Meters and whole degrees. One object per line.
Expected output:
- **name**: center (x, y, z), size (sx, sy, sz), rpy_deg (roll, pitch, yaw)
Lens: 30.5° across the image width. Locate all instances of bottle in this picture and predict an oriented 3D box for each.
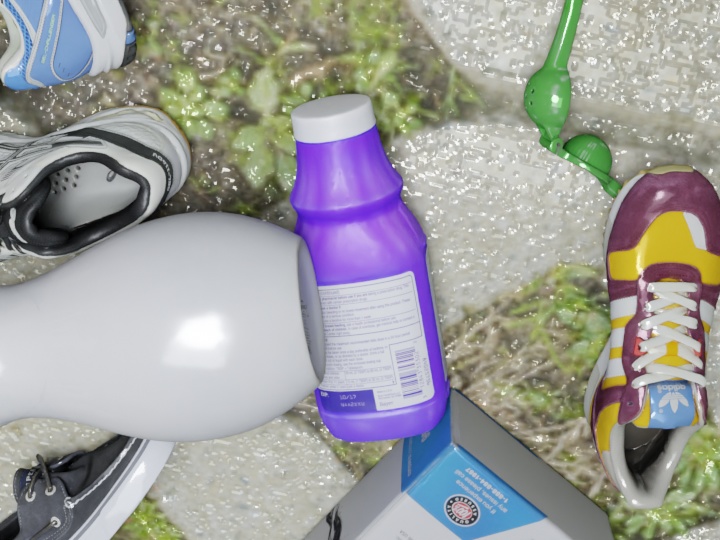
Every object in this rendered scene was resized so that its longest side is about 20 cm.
- **bottle**: center (0.000, 0.000, 0.772), size (0.083, 0.065, 0.202), rpy_deg (-7, 111, 10)

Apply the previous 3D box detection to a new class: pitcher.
- **pitcher**: center (-0.120, 0.035, 0.740), size (0.198, 0.172, 0.123), rpy_deg (-8, 90, 6)

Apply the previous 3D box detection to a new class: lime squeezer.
- **lime squeezer**: center (0.133, -0.085, 0.754), size (0.070, 0.038, 0.201), rpy_deg (-32, 110, -19)

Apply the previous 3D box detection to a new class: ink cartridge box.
- **ink cartridge box**: center (0.045, 0.200, 0.839), size (0.144, 0.084, 0.200), rpy_deg (39, 108, -12)

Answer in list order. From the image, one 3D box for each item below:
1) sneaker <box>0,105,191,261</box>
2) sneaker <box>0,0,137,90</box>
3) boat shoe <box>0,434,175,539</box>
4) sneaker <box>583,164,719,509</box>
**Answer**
- **sneaker**: center (-0.197, -0.040, 0.754), size (0.198, 0.088, 0.076), rpy_deg (-19, 112, 12)
- **sneaker**: center (-0.189, -0.189, 0.690), size (0.077, 0.076, 0.202), rpy_deg (-27, 108, -13)
- **boat shoe**: center (-0.199, 0.153, 0.847), size (0.066, 0.070, 0.200), rpy_deg (40, 116, -14)
- **sneaker**: center (0.175, 0.041, 0.754), size (0.074, 0.090, 0.202), rpy_deg (-2, 121, -3)
